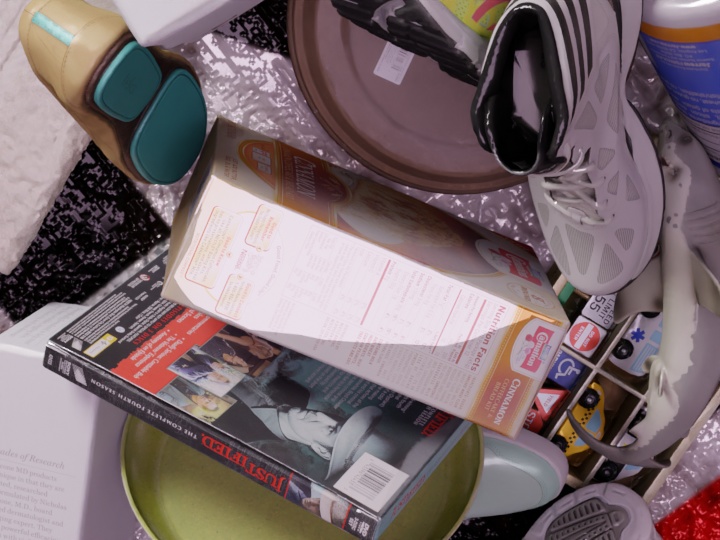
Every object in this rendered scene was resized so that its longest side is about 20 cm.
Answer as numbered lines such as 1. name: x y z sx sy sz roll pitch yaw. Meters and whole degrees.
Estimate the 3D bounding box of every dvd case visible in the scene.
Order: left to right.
1. dvd case: -0.049 0.059 1.062 0.200 0.146 0.022 25 122 14

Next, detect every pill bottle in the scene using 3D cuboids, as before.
1. pill bottle: 0.217 -0.111 1.049 0.112 0.112 0.200 -33 132 7

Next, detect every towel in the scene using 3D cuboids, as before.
1. towel: -0.201 -0.107 1.098 0.132 0.034 0.200 32 101 -12

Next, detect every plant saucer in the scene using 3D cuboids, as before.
1. plant saucer: -0.032 0.105 1.102 0.199 0.200 0.031 -2 138 -2
2. plant saucer: 0.058 -0.137 1.105 0.199 0.029 0.201 -1 107 -2

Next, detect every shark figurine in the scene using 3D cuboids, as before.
1. shark figurine: 0.187 0.042 1.068 0.089 0.128 0.215 -2 119 -19

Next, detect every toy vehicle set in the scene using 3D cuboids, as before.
1. toy vehicle set: 0.162 0.034 1.159 0.124 0.027 0.200 30 102 -11

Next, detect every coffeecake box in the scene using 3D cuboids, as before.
1. coffeecake box: 0.000 0.000 1.075 0.200 0.154 0.073 23 103 -9

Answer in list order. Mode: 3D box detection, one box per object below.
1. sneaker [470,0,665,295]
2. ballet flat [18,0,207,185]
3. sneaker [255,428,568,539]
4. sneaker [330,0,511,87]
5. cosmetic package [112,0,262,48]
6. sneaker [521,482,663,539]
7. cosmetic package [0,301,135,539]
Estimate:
1. sneaker: 0.092 -0.055 0.978 0.075 0.115 0.201 11 127 29
2. ballet flat: -0.127 -0.099 1.039 0.063 0.200 0.069 32 82 12
3. sneaker: 0.020 0.148 1.130 0.200 0.118 0.074 -2 133 3
4. sneaker: 0.054 -0.148 1.011 0.078 0.200 0.091 25 94 28
5. cosmetic package: -0.079 -0.236 0.983 0.166 0.167 0.200 -31 96 5
6. sneaker: 0.099 0.206 1.182 0.200 0.078 0.099 -25 135 19
7. cosmetic package: -0.172 0.127 1.126 0.074 0.102 0.201 10 104 11
